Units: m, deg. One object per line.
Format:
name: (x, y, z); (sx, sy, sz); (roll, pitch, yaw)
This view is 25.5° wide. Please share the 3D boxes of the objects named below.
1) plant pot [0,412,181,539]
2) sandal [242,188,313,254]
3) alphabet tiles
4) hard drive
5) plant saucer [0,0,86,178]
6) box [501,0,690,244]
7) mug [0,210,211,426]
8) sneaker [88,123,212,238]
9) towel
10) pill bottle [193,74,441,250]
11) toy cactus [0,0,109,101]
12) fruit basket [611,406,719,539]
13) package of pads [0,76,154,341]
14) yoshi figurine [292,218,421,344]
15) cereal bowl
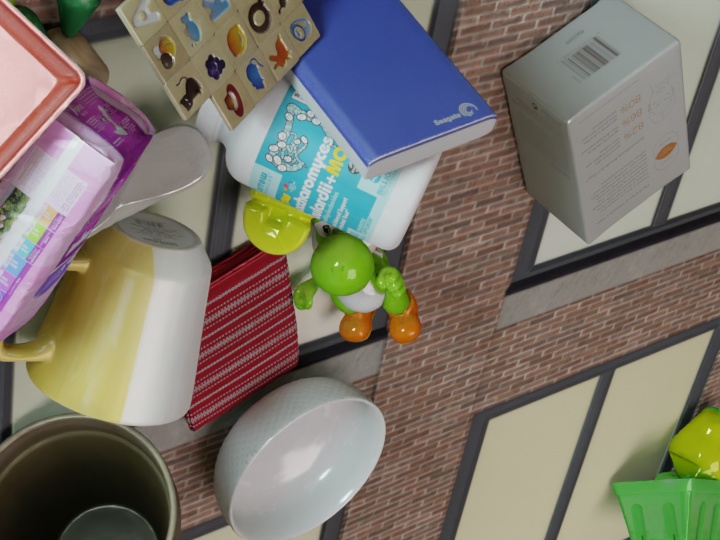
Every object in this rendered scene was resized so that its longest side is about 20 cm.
plant pot: (-0.259, 0.257, 1.512); (0.200, 0.200, 0.174); (-37, 159, -12)
sandal: (-0.049, -0.116, 1.448); (0.201, 0.079, 0.087); (-64, 178, 13)
alphabet tiles: (-0.105, -0.215, 1.233); (0.200, 0.006, 0.167); (-52, 124, -36)
hard drive: (0.004, -0.172, 1.322); (0.132, 0.200, 0.025); (-22, 151, -28)
plant saucer: (-0.323, -0.127, 1.093); (0.200, 0.200, 0.037); (-47, -176, 2)
box: (0.249, -0.156, 1.661); (0.152, 0.106, 0.200); (-36, 143, -14)
mug: (-0.206, 0.036, 1.364); (0.186, 0.149, 0.154); (-25, 138, -64)
sneaker: (-0.222, -0.064, 1.325); (0.199, 0.076, 0.088); (-17, -178, -14)
towel: (-0.127, 0.061, 1.573); (0.144, 0.022, 0.200); (-32, 144, -22)
pill bottle: (-0.038, -0.105, 1.350); (0.111, 0.199, 0.111); (25, 90, -90)
toy cactus: (-0.236, -0.172, 1.192); (0.200, 0.102, 0.165); (-56, 154, 0)
fruit basket: (0.481, 0.303, 2.344); (0.215, 0.155, 0.217); (15, 71, -50)
package of pads: (-0.241, -0.041, 1.195); (0.200, 0.076, 0.121); (-52, -175, 20)
yoshi figurine: (-0.006, 0.013, 1.568); (0.112, 0.112, 0.200); (-39, 141, -10)
cereal bowl: (-0.076, 0.191, 1.696); (0.200, 0.083, 0.201); (-27, 140, -25)
